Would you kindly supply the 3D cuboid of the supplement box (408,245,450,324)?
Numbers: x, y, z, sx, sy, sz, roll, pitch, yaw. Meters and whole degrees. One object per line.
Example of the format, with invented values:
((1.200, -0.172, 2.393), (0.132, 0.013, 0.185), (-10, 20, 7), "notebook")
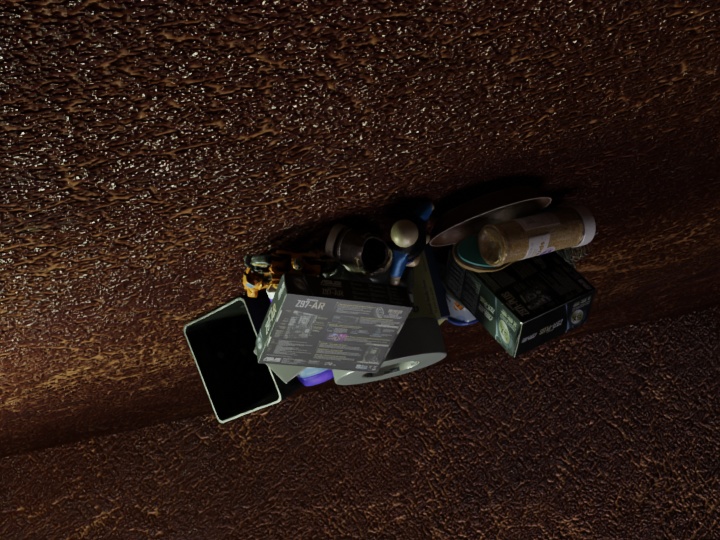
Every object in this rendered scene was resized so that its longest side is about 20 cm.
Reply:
((0.035, 0.059, 1.821), (0.199, 0.135, 0.200), (-12, 168, -11), "supplement box")

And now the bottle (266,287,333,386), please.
((-0.106, 0.108, 1.768), (0.083, 0.200, 0.065), (-20, -155, 6), "bottle")

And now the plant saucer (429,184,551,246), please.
((0.196, -0.088, 1.545), (0.200, 0.035, 0.200), (-18, 171, -3), "plant saucer")

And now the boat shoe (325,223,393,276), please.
((0.012, -0.025, 1.544), (0.059, 0.072, 0.200), (19, 177, 24), "boat shoe")

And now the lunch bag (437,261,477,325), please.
((0.222, 0.036, 1.882), (0.199, 0.076, 0.160), (-17, -148, -24), "lunch bag")

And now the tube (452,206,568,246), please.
((0.252, -0.075, 1.688), (0.199, 0.051, 0.077), (-15, 176, -16), "tube")

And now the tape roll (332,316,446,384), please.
((0.046, 0.141, 1.726), (0.200, 0.066, 0.200), (-14, 166, -4), "tape roll")

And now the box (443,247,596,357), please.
((0.267, 0.027, 1.688), (0.163, 0.200, 0.086), (-22, 140, -26), "box")

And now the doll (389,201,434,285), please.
((0.073, -0.041, 1.493), (0.048, 0.137, 0.200), (25, 177, 7), "doll")

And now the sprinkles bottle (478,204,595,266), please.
((0.282, -0.057, 1.587), (0.199, 0.068, 0.068), (-13, 169, -31), "sprinkles bottle")

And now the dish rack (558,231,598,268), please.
((0.381, -0.033, 1.984), (0.153, 0.055, 0.200), (-11, 167, -14), "dish rack")

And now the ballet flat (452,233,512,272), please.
((0.221, -0.027, 1.621), (0.199, 0.069, 0.063), (-11, 158, -32), "ballet flat")

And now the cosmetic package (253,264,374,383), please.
((-0.071, 0.082, 1.623), (0.200, 0.090, 0.107), (-40, -166, 27), "cosmetic package")

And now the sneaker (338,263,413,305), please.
((0.000, 0.000, 1.685), (0.199, 0.091, 0.066), (13, 173, 0), "sneaker")

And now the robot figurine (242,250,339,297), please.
((-0.115, 0.009, 1.542), (0.144, 0.058, 0.200), (5, 172, -14), "robot figurine")

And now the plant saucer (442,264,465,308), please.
((0.251, 0.008, 1.812), (0.199, 0.200, 0.050), (-10, 130, -18), "plant saucer")

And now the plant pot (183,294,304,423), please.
((-0.185, 0.152, 1.902), (0.200, 0.200, 0.177), (-25, 175, 42), "plant pot")

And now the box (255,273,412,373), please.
((-0.042, 0.083, 1.507), (0.199, 0.044, 0.160), (6, 134, -20), "box")
